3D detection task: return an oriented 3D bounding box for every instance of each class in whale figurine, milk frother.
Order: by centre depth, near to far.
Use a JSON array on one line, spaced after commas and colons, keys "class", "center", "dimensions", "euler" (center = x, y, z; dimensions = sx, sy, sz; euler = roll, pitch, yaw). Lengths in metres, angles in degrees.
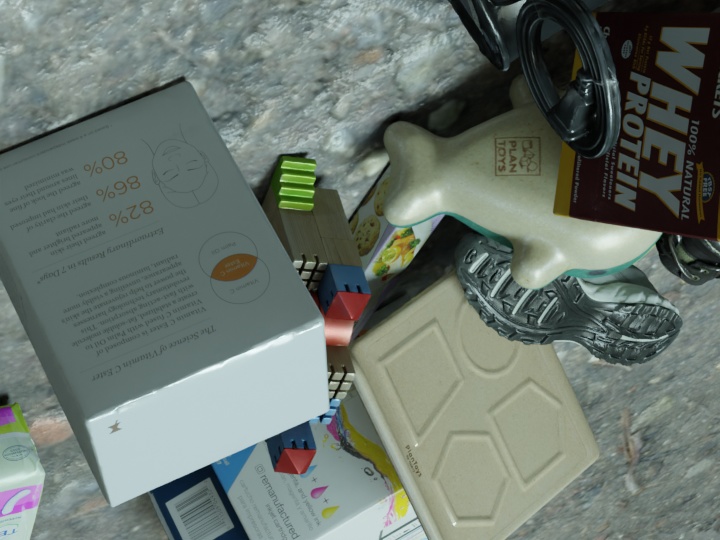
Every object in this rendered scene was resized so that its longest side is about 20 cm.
[{"class": "milk frother", "center": [0.153, -0.183, 1.227], "dimensions": [0.188, 0.201, 0.181], "euler": [-30, 171, -1]}, {"class": "whale figurine", "center": [0.113, -0.056, 1.454], "dimensions": [0.199, 0.160, 0.104], "euler": [0, 158, -1]}]

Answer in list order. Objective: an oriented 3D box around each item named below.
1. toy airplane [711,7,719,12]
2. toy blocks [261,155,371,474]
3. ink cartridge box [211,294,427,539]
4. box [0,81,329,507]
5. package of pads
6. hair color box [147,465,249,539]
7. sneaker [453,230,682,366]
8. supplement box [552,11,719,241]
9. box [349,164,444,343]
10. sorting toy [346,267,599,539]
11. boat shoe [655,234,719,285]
[{"class": "toy airplane", "center": [0.342, -0.192, 1.491], "dimensions": [0.198, 0.142, 0.200], "euler": [19, 145, -6]}, {"class": "toy blocks", "center": [-0.047, 0.044, 1.443], "dimensions": [0.099, 0.137, 0.201], "euler": [5, 132, -24]}, {"class": "ink cartridge box", "center": [0.000, 0.148, 1.649], "dimensions": [0.199, 0.148, 0.145], "euler": [-30, 150, -2]}, {"class": "box", "center": [-0.128, 0.012, 1.282], "dimensions": [0.152, 0.201, 0.107], "euler": [-22, 149, -12]}, {"class": "package of pads", "center": [-0.309, 0.184, 1.507], "dimensions": [0.154, 0.068, 0.200], "euler": [-12, 145, -28]}, {"class": "hair color box", "center": [-0.103, 0.235, 1.732], "dimensions": [0.060, 0.100, 0.200], "euler": [-29, 150, -1]}, {"class": "sneaker", "center": [0.143, 0.010, 1.547], "dimensions": [0.199, 0.080, 0.074], "euler": [20, 121, -36]}, {"class": "supplement box", "center": [0.260, -0.080, 1.317], "dimensions": [0.196, 0.200, 0.134], "euler": [7, 93, -28]}, {"class": "box", "center": [0.000, 0.000, 1.537], "dimensions": [0.039, 0.042, 0.200], "euler": [0, 139, -40]}, {"class": "sorting toy", "center": [0.079, 0.098, 1.529], "dimensions": [0.036, 0.186, 0.200], "euler": [-13, -163, 46]}, {"class": "boat shoe", "center": [0.256, -0.019, 1.592], "dimensions": [0.065, 0.073, 0.200], "euler": [-39, 173, 6]}]
